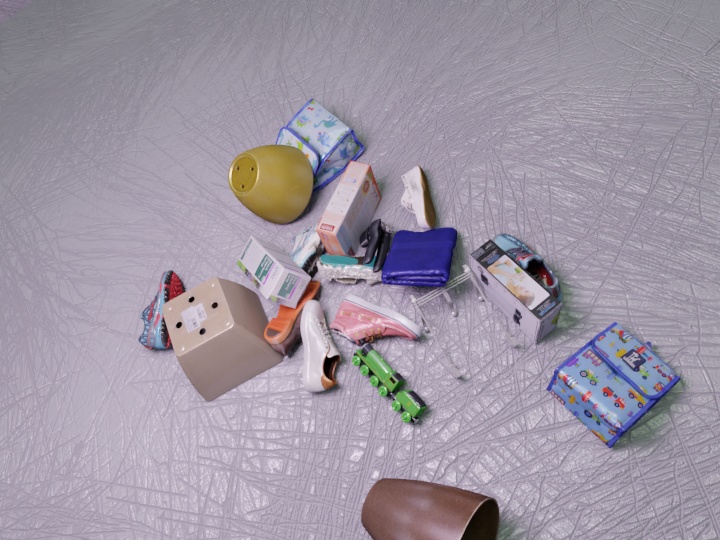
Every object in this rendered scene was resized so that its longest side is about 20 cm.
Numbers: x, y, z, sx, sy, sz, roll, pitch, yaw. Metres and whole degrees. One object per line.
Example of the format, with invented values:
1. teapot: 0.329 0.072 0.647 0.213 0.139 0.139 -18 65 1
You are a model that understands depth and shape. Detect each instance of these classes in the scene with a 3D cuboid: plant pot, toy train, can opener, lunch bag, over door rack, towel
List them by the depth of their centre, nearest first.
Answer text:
1. plant pot: 0.106 0.442 0.948 0.199 0.187 0.188 12 65 36
2. lunch bag: 0.478 0.199 1.032 0.200 0.094 0.151 -33 58 -19
3. toy train: 0.056 0.226 1.131 0.200 0.042 0.057 45 115 29
4. over door rack: 0.210 0.108 1.156 0.147 0.067 0.201 -29 71 -1
5. towel: 0.132 -0.028 1.208 0.147 0.050 0.200 -3 30 17
6. plant pot: -0.315 0.132 1.210 0.199 0.177 0.200 -28 59 -2
7. can opener: 0.039 -0.053 1.248 0.079 0.063 0.200 -49 17 26
8. plant pot: -0.236 -0.222 1.352 0.199 0.142 0.201 -3 85 33
9. lunch bag: -0.124 -0.315 1.438 0.200 0.127 0.170 -47 63 3

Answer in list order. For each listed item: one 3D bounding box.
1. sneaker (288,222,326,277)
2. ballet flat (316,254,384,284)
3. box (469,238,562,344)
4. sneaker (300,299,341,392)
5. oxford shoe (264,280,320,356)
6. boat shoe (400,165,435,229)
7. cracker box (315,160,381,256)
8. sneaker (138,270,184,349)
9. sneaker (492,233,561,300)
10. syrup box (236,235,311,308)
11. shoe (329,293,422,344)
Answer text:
1. sneaker: -0.117 -0.077 1.330 0.086 0.078 0.200 25 71 28
2. ballet flat: 0.000 0.000 1.263 0.199 0.072 0.072 4 63 6
3. box: 0.312 0.043 1.131 0.060 0.117 0.200 -36 58 -9
4. sneaker: -0.077 0.157 1.189 0.084 0.073 0.201 -14 69 27
5. oxford shoe: -0.144 0.103 1.251 0.071 0.073 0.200 4 44 34
6. boat shoe: 0.131 -0.165 1.317 0.069 0.071 0.201 -21 43 18
7. cracker box: -0.025 -0.136 1.302 0.057 0.134 0.201 15 67 22
8. sneaker: -0.486 0.090 1.325 0.095 0.079 0.201 -10 58 15
9. sneaker: 0.352 -0.018 1.163 0.079 0.096 0.200 -34 60 -6
10. syrup box: -0.200 0.000 1.257 0.200 0.081 0.079 39 103 51
11. shoe: 0.029 0.126 1.188 0.199 0.072 0.091 21 71 29
